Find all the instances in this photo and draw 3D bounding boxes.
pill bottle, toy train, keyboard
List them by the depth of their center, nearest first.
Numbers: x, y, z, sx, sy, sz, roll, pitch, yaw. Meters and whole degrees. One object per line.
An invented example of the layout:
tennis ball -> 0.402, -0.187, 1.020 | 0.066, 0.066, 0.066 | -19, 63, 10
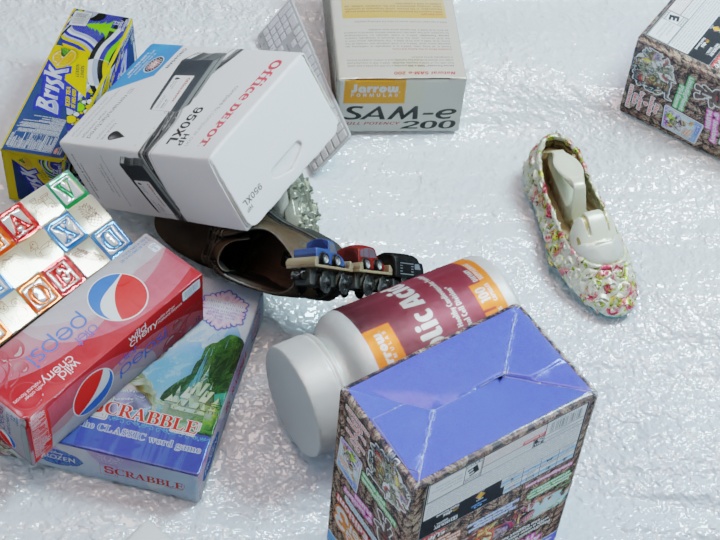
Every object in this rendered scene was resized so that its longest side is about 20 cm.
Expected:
pill bottle -> 0.030, 0.072, 1.357 | 0.199, 0.115, 0.114 | -22, 55, -22
toy train -> 0.000, 0.000, 1.388 | 0.034, 0.200, 0.046 | -3, 86, 30
keyboard -> -0.056, -0.182, 1.606 | 0.011, 0.056, 0.201 | 13, 41, -38

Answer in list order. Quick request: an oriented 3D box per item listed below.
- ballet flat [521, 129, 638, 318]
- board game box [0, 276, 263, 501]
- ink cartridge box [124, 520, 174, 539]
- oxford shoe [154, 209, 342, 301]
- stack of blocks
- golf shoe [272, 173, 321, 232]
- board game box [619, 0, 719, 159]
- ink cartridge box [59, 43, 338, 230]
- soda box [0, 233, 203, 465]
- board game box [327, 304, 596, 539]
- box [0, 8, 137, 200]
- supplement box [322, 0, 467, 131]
ballet flat -> 0.198, -0.047, 1.505 | 0.075, 0.064, 0.201 | -13, 53, -16
board game box -> -0.201, 0.080, 1.378 | 0.199, 0.041, 0.200 | 12, 50, 5
ink cartridge box -> -0.130, 0.298, 1.172 | 0.200, 0.084, 0.146 | 33, 54, 22
oxford shoe -> -0.110, -0.027, 1.426 | 0.199, 0.073, 0.084 | 17, 10, 33
stack of blocks -> -0.296, -0.001, 1.334 | 0.115, 0.059, 0.200 | 48, 51, 2
golf shoe -> -0.098, -0.083, 1.521 | 0.097, 0.078, 0.201 | -23, 50, 3
board game box -> 0.385, -0.193, 1.621 | 0.199, 0.097, 0.159 | 30, 54, 19
ink cartridge box -> -0.141, -0.121, 1.444 | 0.199, 0.084, 0.145 | 9, 51, 41
soda box -> -0.217, 0.060, 1.324 | 0.070, 0.064, 0.200 | 34, 55, 21
board game box -> 0.070, 0.149, 1.229 | 0.159, 0.201, 0.097 | -24, 55, -24
box -> -0.271, -0.154, 1.551 | 0.064, 0.070, 0.201 | 11, 50, 8
supplement box -> 0.030, -0.232, 1.640 | 0.125, 0.074, 0.201 | -1, 50, -6
